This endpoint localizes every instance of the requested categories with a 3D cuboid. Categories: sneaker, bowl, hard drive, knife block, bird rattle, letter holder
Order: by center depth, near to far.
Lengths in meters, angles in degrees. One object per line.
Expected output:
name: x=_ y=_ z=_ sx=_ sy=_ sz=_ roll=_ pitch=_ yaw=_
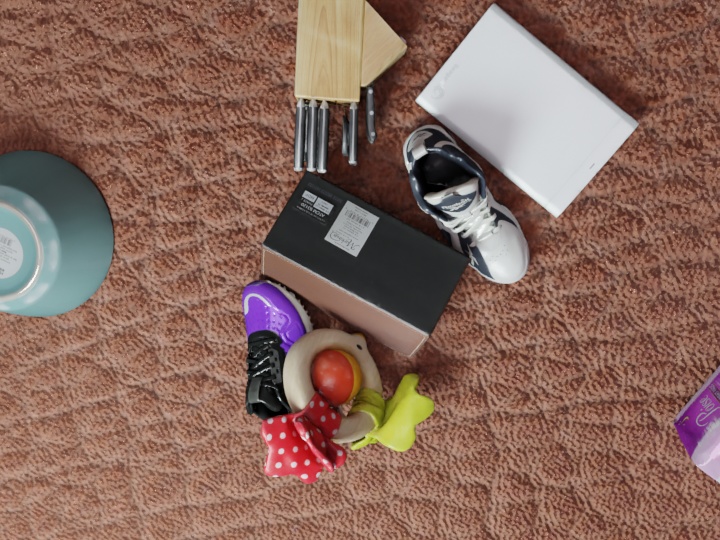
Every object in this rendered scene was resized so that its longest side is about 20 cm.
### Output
sneaker: x=0.110 y=-0.062 z=1.084 sx=0.079 sy=0.130 sz=0.199 roll=-27 pitch=97 yaw=13
knife block: x=-0.046 y=-0.211 z=1.091 sx=0.176 sy=0.064 sz=0.200 roll=-42 pitch=94 yaw=1
hard drive: x=0.177 y=-0.171 z=1.105 sx=0.200 sy=0.026 sz=0.132 roll=39 pitch=104 yaw=-2
bird rattle: x=-0.032 y=0.145 z=1.134 sx=0.113 sy=0.200 sz=0.163 roll=-39 pitch=63 yaw=50
letter holder: x=0.000 y=0.000 z=1.139 sx=0.200 sy=0.142 sz=0.101 roll=28 pitch=73 yaw=3
sneaker: x=-0.096 y=0.112 z=1.158 sx=0.070 sy=0.100 sz=0.200 roll=-13 pitch=101 yaw=36
bowl: x=-0.396 y=-0.033 z=1.177 sx=0.201 sy=0.105 sz=0.201 roll=2 pitch=101 yaw=8

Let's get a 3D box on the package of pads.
package of pads: x=0.425 y=0.129 z=1.084 sx=0.076 sy=0.121 sz=0.200 roll=35 pitch=104 yaw=-6
